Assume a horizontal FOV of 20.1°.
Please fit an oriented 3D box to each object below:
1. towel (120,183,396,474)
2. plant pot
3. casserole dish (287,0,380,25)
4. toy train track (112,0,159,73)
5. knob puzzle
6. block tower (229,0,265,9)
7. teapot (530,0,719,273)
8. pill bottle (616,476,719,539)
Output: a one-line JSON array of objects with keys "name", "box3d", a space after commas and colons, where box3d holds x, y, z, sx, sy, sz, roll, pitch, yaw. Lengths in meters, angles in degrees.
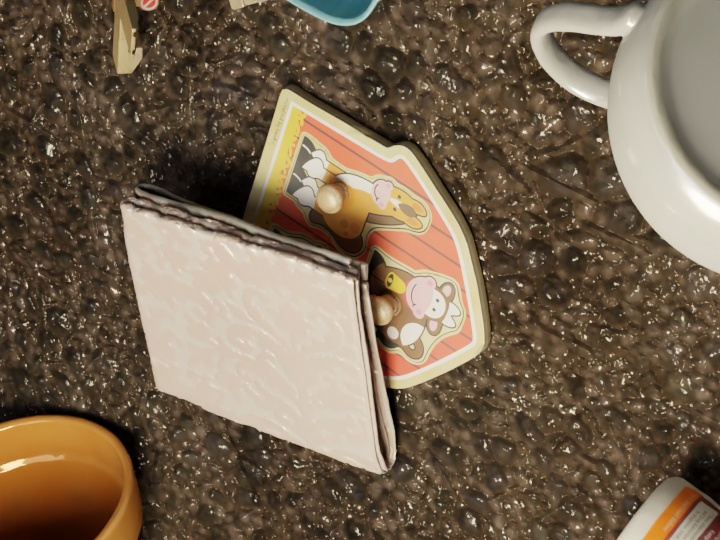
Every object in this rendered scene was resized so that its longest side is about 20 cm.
[{"name": "towel", "box3d": [-0.070, 0.042, 1.406, 0.198, 0.032, 0.192, 19, 137, 27]}, {"name": "plant pot", "box3d": [-0.252, 0.229, 1.556, 0.198, 0.200, 0.141, 10, 132, 31]}, {"name": "casserole dish", "box3d": [-0.042, -0.240, 1.283, 0.199, 0.039, 0.122, 33, 126, 20]}, {"name": "toy train track", "box3d": [-0.143, -0.219, 1.338, 0.115, 0.032, 0.201, -109, 21, -45]}, {"name": "knob puzzle", "box3d": [0.000, 0.000, 1.368, 0.218, 0.030, 0.222, 15, 118, 29]}, {"name": "block tower", "box3d": [0.004, -0.205, 1.207, 0.198, 0.058, 0.055, -9, 106, 35]}, {"name": "teapot", "box3d": [0.215, -0.077, 1.108, 0.146, 0.195, 0.202, 113, 141, -73]}, {"name": "pill bottle", "box3d": [0.240, 0.230, 1.250, 0.199, 0.114, 0.115, 37, 127, 16]}]
